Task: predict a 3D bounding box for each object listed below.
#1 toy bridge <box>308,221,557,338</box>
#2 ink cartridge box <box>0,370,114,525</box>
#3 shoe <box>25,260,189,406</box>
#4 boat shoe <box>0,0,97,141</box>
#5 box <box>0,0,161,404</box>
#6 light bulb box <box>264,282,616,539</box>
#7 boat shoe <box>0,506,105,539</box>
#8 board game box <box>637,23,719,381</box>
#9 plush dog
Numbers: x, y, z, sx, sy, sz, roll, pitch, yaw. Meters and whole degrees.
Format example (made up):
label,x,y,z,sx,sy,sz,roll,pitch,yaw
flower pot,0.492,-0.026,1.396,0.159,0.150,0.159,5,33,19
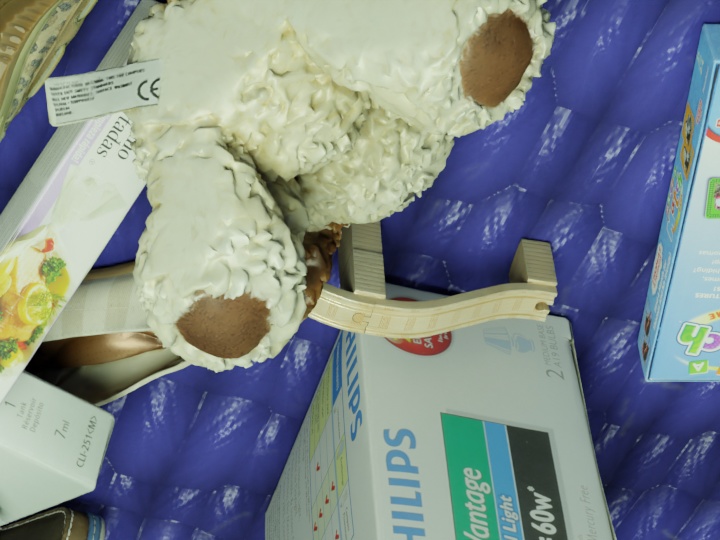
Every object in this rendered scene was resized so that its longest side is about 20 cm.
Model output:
label,x,y,z,sx,sy,sz,roll,pitch,yaw
toy bridge,0.000,0.000,0.799,0.198,0.068,0.027,10,131,-12
ink cartridge box,-0.244,0.075,0.822,0.173,0.044,0.199,30,148,-27
shoe,-0.156,0.039,0.834,0.198,0.054,0.070,-15,131,11
boat shoe,-0.143,-0.129,0.689,0.073,0.063,0.200,38,122,0
box,-0.130,-0.025,0.721,0.039,0.041,0.201,33,89,-27
light bulb box,0.033,0.149,0.846,0.124,0.199,0.201,10,132,-14
boat shoe,-0.232,0.187,0.951,0.199,0.073,0.072,-34,124,25
board game box,0.225,-0.026,0.806,0.150,0.037,0.201,0,130,-3
plush dog,-0.019,-0.067,0.686,0.200,0.161,0.172,-45,158,8
